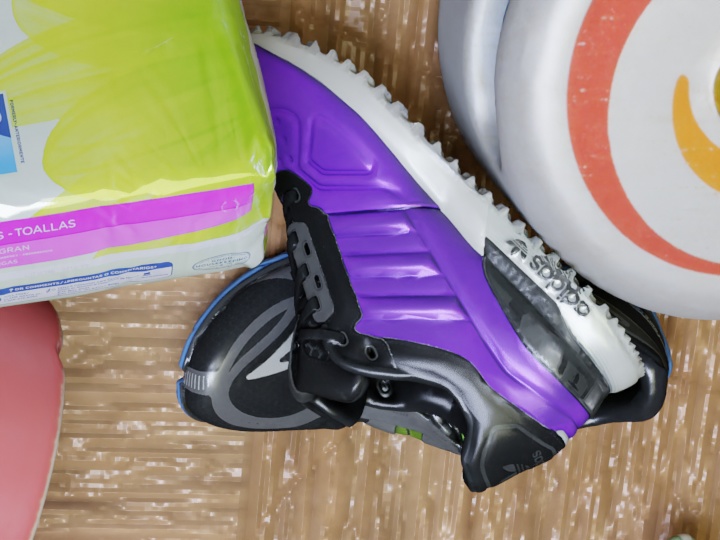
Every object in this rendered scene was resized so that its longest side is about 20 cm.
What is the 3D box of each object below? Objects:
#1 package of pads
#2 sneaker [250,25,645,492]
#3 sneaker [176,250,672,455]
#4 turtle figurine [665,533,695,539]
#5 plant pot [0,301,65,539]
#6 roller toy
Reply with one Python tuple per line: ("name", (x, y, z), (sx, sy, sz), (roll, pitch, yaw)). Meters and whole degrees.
("package of pads", (-0.114, -0.085, 0.734), (0.153, 0.201, 0.068), (-10, 150, -11))
("sneaker", (0.000, 0.000, 0.800), (0.200, 0.070, 0.100), (43, 83, 14))
("sneaker", (0.028, 0.034, 0.856), (0.198, 0.083, 0.071), (0, 112, -10))
("turtle figurine", (0.111, 0.184, 0.881), (0.192, 0.200, 0.145), (-6, 93, 0))
("plant pot", (-0.210, 0.051, 0.768), (0.176, 0.200, 0.202), (18, 103, -25))
("roller toy", (0.129, -0.079, 0.810), (0.182, 0.140, 0.200), (-40, 111, 4))
